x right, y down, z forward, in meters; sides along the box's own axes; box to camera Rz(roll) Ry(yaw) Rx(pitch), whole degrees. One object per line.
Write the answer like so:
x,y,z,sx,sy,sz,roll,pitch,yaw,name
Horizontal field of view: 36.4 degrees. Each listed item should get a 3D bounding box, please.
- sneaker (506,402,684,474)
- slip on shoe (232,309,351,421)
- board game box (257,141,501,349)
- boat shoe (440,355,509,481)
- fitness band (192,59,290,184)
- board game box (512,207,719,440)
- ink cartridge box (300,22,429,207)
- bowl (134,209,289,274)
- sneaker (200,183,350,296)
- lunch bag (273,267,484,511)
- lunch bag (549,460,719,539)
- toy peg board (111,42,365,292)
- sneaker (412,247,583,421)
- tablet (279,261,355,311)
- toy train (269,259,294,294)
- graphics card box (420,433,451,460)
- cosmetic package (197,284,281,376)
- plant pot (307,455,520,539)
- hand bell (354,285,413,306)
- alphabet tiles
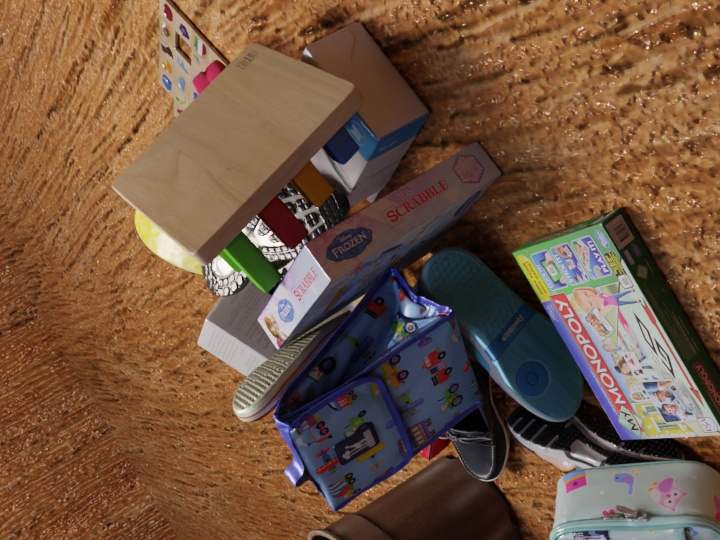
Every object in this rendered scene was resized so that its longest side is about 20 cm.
0.218,0.182,1.040,0.200,0.074,0.080,24,141,49,sneaker
-0.051,0.098,1.047,0.074,0.200,0.061,-24,96,31,slip on shoe
0.012,-0.019,1.022,0.041,0.199,0.200,54,154,7,board game box
0.116,0.161,1.191,0.074,0.062,0.200,10,131,28,boat shoe
-0.113,-0.149,1.177,0.144,0.037,0.200,44,-170,-42,fitness band
0.223,0.052,0.933,0.200,0.029,0.135,59,153,-4,board game box
-0.018,-0.136,1.090,0.116,0.067,0.200,52,154,10,ink cartridge box
-0.155,-0.093,1.264,0.200,0.200,0.108,40,132,31,bowl
-0.079,-0.040,1.143,0.200,0.089,0.077,-26,85,36,sneaker
0.004,0.124,1.026,0.094,0.200,0.151,36,160,39,lunch bag
0.262,0.249,0.954,0.160,0.077,0.200,-7,132,29,lunch bag
-0.097,-0.090,1.011,0.200,0.199,0.098,34,168,51,toy peg board
0.128,0.067,1.074,0.200,0.080,0.131,50,165,1,sneaker
-0.034,0.040,1.289,0.200,0.014,0.131,11,106,42,tablet
-0.076,0.021,1.251,0.200,0.034,0.046,142,122,-61,toy train
0.033,0.119,1.315,0.200,0.051,0.126,39,149,31,graphics card box
-0.083,0.098,1.262,0.200,0.071,0.101,34,156,-1,cosmetic package
0.073,0.340,1.329,0.200,0.198,0.201,40,149,29,plant pot
0.000,0.000,1.200,0.200,0.104,0.104,51,157,39,hand bell
-0.202,-0.225,1.379,0.167,0.008,0.200,48,153,17,alphabet tiles
